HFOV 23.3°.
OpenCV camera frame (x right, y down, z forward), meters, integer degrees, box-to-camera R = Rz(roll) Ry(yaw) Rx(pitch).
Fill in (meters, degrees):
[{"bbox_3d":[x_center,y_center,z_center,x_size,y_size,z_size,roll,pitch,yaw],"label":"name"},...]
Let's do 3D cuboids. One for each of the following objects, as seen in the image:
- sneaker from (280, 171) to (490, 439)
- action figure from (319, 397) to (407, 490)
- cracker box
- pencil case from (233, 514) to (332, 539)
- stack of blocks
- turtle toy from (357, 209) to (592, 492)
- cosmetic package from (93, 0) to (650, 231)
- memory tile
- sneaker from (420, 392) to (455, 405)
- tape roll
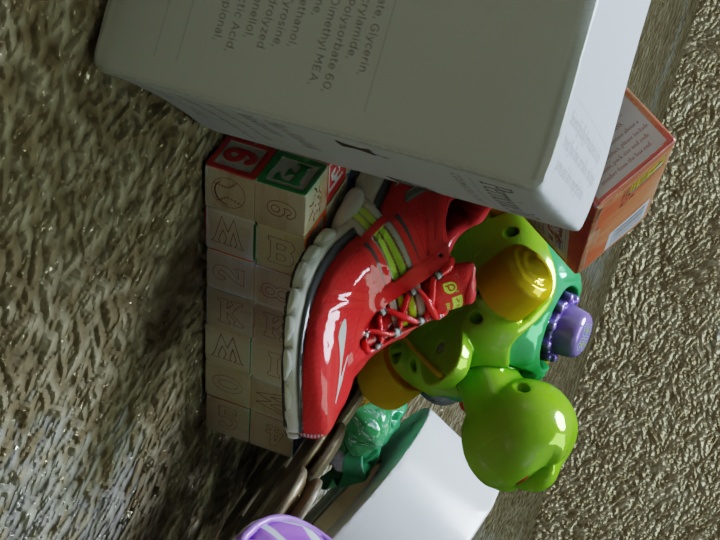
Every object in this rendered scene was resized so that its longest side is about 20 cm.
[{"bbox_3d":[0.017,0.007,0.918,0.077,0.085,0.200,88,24,-51],"label":"sneaker"},{"bbox_3d":[-0.002,0.103,1.174,0.118,0.055,0.200,-56,-178,-6],"label":"action figure"},{"bbox_3d":[0.072,-0.103,0.917,0.058,0.200,0.134,-40,168,-7],"label":"cracker box"},{"bbox_3d":[-0.072,0.218,0.943,0.200,0.085,0.084,-55,173,37],"label":"pencil case"},{"bbox_3d":[-0.038,-0.007,0.991,0.115,0.058,0.200,-58,160,-45],"label":"stack of blocks"},{"bbox_3d":[0.077,0.037,1.016,0.146,0.101,0.200,-39,-145,36],"label":"turtle toy"},{"bbox_3d":[0.019,-0.128,0.773,0.165,0.200,0.165,18,89,-76],"label":"cosmetic package"},{"bbox_3d":[-0.047,0.128,1.049,0.153,0.017,0.200,-50,-175,32],"label":"memory tile"},{"bbox_3d":[0.000,0.000,1.157,0.076,0.115,0.201,-41,127,-9],"label":"sneaker"},{"bbox_3d":[0.002,0.189,1.179,0.202,0.071,0.202,-46,-177,3],"label":"tape roll"}]
